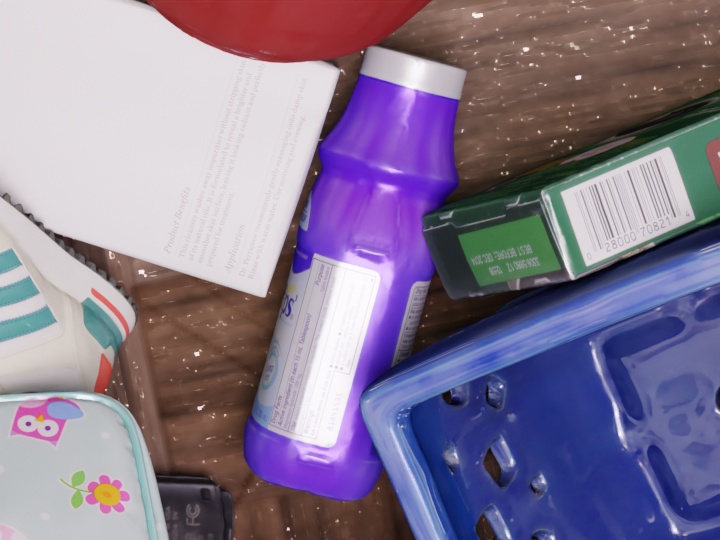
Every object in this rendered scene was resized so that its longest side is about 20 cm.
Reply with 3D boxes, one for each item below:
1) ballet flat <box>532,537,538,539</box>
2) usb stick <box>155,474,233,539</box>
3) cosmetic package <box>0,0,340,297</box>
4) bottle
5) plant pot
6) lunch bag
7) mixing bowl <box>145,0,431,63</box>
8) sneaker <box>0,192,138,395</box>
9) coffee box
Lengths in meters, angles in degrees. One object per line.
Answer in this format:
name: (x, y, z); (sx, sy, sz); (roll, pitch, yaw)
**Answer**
ballet flat: (0.031, 0.201, 1.199); (0.200, 0.063, 0.069); (-40, 97, 2)
usb stick: (-0.152, 0.116, 1.163); (0.200, 0.033, 0.056); (4, 88, -26)
cosmetic package: (-0.120, -0.071, 1.154); (0.200, 0.081, 0.113); (20, 95, -3)
bottle: (0.000, 0.000, 1.164); (0.065, 0.084, 0.200); (14, 97, -4)
plant pot: (0.146, 0.080, 1.112); (0.200, 0.180, 0.200); (-23, 97, 26)
lunch bag: (-0.146, 0.149, 1.052); (0.160, 0.077, 0.200); (-4, 58, -14)
mixing bowl: (-0.036, -0.159, 1.108); (0.200, 0.200, 0.108); (19, 124, -4)
sneaker: (-0.175, 0.019, 1.110); (0.070, 0.200, 0.093); (0, 64, 36)
coffee box: (0.139, -0.044, 1.115); (0.200, 0.123, 0.044); (-23, 95, -24)
